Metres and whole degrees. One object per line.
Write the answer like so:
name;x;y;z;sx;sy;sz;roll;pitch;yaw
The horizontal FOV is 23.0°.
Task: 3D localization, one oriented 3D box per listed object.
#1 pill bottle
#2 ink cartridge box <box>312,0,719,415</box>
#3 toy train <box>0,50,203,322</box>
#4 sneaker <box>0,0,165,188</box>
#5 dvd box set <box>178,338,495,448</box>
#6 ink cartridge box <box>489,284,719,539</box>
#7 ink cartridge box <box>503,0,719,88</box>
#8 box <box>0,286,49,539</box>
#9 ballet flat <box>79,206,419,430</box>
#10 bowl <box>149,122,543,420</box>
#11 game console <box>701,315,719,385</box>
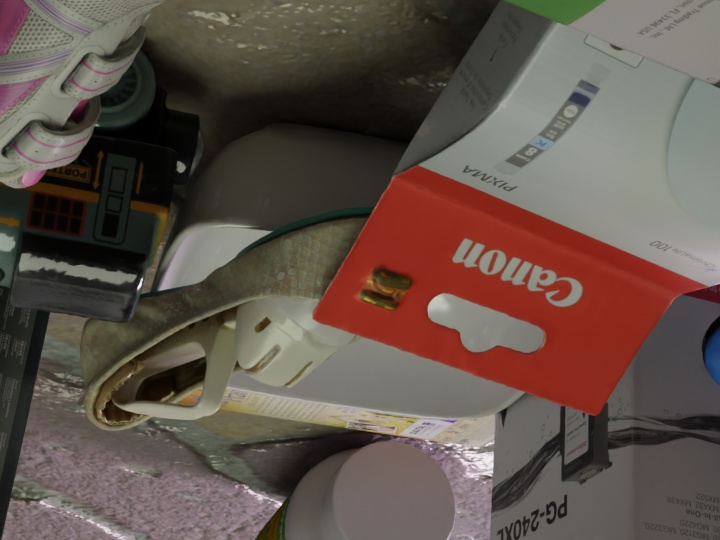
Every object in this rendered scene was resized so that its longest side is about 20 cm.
pill bottle;-0.005;0.186;1.193;0.110;0.112;0.200;11;153;-12
ink cartridge box;0.097;-0.027;0.698;0.160;0.047;0.200;20;114;-30
toy train;-0.166;-0.047;0.742;0.199;0.115;0.085;11;153;-12
sneaker;-0.119;-0.081;0.655;0.199;0.089;0.081;-16;-168;29
dvd box set;-0.005;0.063;1.013;0.199;0.030;0.146;9;163;-9
ink cartridge box;0.131;0.091;0.873;0.083;0.201;0.145;15;152;-20
ink cartridge box;0.151;-0.123;0.562;0.199;0.085;0.146;17;152;-27
box;-0.224;0.079;0.912;0.046;0.201;0.159;24;147;-30
ballet flat;-0.049;0.030;0.771;0.067;0.063;0.199;27;146;-38
bowl;0.000;0.000;0.855;0.199;0.075;0.200;10;153;-9
game console;0.268;0.001;0.767;0.171;0.118;0.200;39;113;-14
